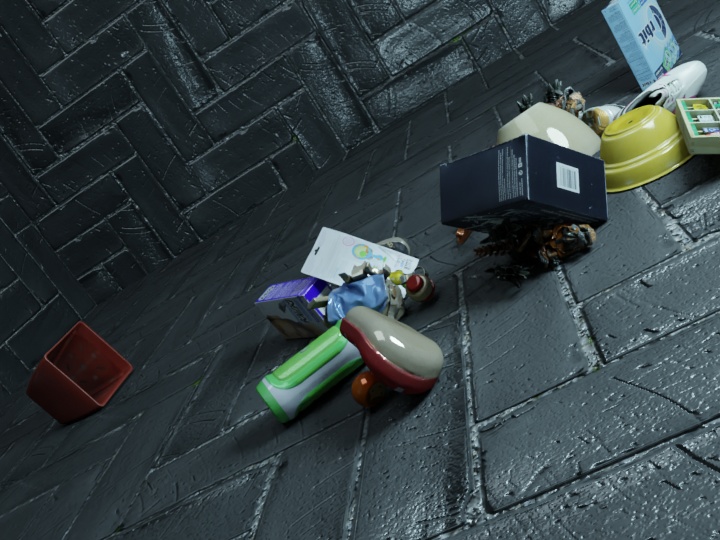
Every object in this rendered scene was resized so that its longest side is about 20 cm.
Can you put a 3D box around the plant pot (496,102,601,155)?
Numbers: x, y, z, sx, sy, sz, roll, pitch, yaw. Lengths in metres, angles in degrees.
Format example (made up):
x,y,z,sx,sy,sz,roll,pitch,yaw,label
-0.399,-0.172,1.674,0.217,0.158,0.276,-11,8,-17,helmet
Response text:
x,y,z,sx,sy,sz,roll,pitch,yaw,label
0.334,-0.234,1.419,0.200,0.135,0.200,-34,0,0,plant pot

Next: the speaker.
x,y,z,sx,sy,sz,roll,pitch,yaw,label
-0.071,0.161,1.240,0.200,0.089,0.088,-37,16,-11,speaker

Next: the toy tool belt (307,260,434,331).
x,y,z,sx,sy,sz,roll,pitch,yaw,label
0.017,0.045,1.309,0.200,0.123,0.125,-27,52,21,toy tool belt

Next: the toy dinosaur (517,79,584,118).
x,y,z,sx,sy,sz,roll,pitch,yaw,label
0.391,-0.300,1.525,0.102,0.136,0.200,-18,-27,-32,toy dinosaur

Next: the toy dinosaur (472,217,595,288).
x,y,z,sx,sy,sz,roll,pitch,yaw,label
0.263,-0.033,1.183,0.136,0.102,0.200,-18,-14,-43,toy dinosaur

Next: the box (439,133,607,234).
x,y,z,sx,sy,sz,roll,pitch,yaw,label
0.260,-0.125,1.207,0.200,0.104,0.182,8,-13,-37,box

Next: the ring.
x,y,z,sx,sy,sz,roll,pitch,yaw,label
0.220,-0.148,1.461,0.200,0.019,0.201,-162,90,-87,ring

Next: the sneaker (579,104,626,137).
x,y,z,sx,sy,sz,roll,pitch,yaw,label
0.481,-0.299,1.554,0.087,0.076,0.200,-14,10,-12,sneaker

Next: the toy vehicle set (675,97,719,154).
x,y,z,sx,sy,sz,roll,pitch,yaw,label
0.553,-0.223,1.142,0.124,0.027,0.200,1,28,15,toy vehicle set

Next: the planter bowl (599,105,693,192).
x,y,z,sx,sy,sz,roll,pitch,yaw,label
0.476,-0.223,1.288,0.200,0.084,0.200,-31,17,11,planter bowl

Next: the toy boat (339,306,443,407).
x,y,z,sx,sy,sz,roll,pitch,yaw,label
0.031,0.138,1.097,0.131,0.130,0.200,-65,18,1,toy boat

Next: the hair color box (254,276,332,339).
x,y,z,sx,sy,sz,roll,pitch,yaw,label
-0.118,0.078,1.519,0.065,0.109,0.200,-49,21,-28,hair color box

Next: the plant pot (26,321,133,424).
x,y,z,sx,sy,sz,roll,pitch,yaw,label
-0.787,0.298,2.067,0.176,0.200,0.200,-39,13,23,plant pot

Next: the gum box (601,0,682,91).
x,y,z,sx,sy,sz,roll,pitch,yaw,label
0.620,-0.521,1.653,0.045,0.200,0.170,-16,24,48,gum box

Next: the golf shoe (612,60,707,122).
x,y,z,sx,sy,sz,roll,pitch,yaw,label
0.558,-0.315,1.383,0.200,0.073,0.092,-39,-4,2,golf shoe

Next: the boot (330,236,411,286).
x,y,z,sx,sy,sz,roll,pitch,yaw,label
0.003,0.007,1.564,0.200,0.073,0.151,-18,21,21,boot

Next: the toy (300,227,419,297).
x,y,z,sx,sy,sz,roll,pitch,yaw,label
0.000,0.000,1.446,0.199,0.047,0.115,17,56,11,toy
